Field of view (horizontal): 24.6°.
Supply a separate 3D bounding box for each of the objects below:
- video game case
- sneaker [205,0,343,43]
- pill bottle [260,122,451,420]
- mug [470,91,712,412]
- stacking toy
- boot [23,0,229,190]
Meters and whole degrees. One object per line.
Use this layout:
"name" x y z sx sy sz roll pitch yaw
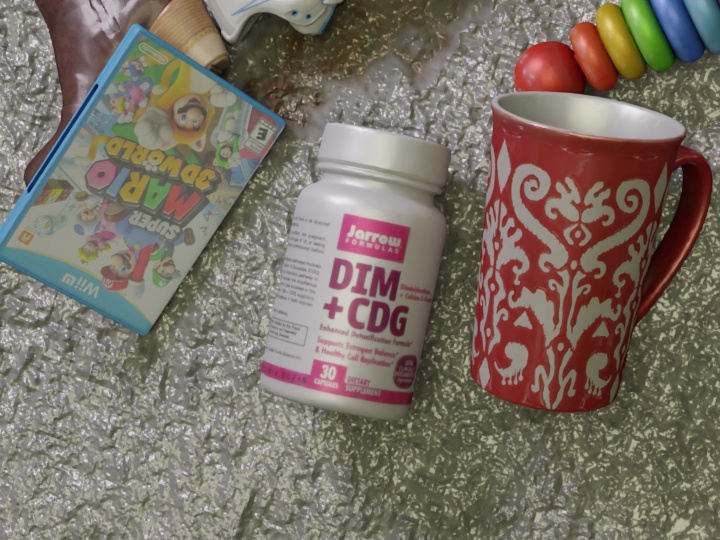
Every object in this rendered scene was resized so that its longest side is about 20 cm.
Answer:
"video game case" -0.165 -0.064 1.238 0.143 0.018 0.200 31 96 -32
"sneaker" -0.026 -0.226 1.242 0.199 0.075 0.087 -17 94 16
"pill bottle" 0.000 0.000 1.203 0.113 0.113 0.201 12 91 10
"mug" 0.164 -0.010 1.156 0.177 0.133 0.201 6 107 -6
"stacking toy" 0.204 -0.173 1.197 0.199 0.085 0.086 -25 85 16
"boot" -0.215 -0.166 1.273 0.200 0.072 0.167 -40 78 3
